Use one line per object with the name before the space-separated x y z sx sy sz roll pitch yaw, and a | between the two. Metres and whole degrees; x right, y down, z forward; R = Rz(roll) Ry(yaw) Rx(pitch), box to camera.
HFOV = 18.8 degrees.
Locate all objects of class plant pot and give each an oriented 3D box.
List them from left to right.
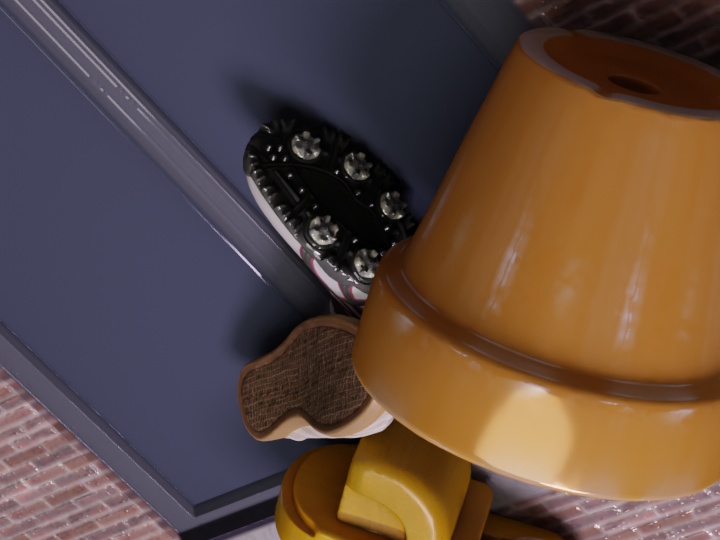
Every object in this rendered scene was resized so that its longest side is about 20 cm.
plant pot | 0.114 -0.014 1.080 0.200 0.200 0.183 17 110 5

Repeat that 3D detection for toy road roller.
toy road roller | 0.046 0.164 1.330 0.200 0.123 0.146 18 125 5

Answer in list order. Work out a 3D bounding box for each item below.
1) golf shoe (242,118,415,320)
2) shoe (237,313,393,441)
golf shoe | 0.000 0.000 1.221 0.200 0.077 0.088 42 142 -17
shoe | -0.013 0.062 1.251 0.053 0.070 0.200 -5 175 -24
